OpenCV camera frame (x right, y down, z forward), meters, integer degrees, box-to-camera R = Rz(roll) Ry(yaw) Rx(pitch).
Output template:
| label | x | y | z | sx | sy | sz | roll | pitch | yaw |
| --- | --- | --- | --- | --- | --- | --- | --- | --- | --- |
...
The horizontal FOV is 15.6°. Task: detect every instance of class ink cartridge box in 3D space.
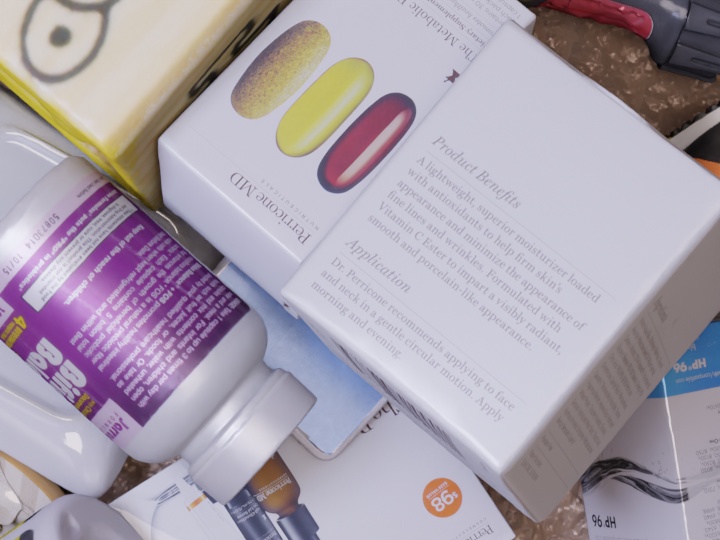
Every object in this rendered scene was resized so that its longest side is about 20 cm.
| label | x | y | z | sx | sy | sz | roll | pitch | yaw |
| --- | --- | --- | --- | --- | --- | --- | --- | --- | --- |
| ink cartridge box | 0.190 | 0.133 | 1.589 | 0.068 | 0.116 | 0.200 | -10 | 91 | -26 |

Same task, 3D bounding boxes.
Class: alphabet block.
| label | x | y | z | sx | sy | sz | roll | pitch | yaw |
| --- | --- | --- | --- | --- | --- | --- | --- | --- | --- |
| alphabet block | -0.133 | -0.180 | 1.502 | 0.195 | 0.196 | 0.200 | 41 | 86 | 10 |

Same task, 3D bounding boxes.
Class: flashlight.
| label | x | y | z | sx | sy | sz | roll | pitch | yaw |
| --- | --- | --- | --- | --- | --- | --- | --- | --- | --- |
| flashlight | 0.133 | -0.164 | 1.616 | 0.200 | 0.068 | 0.068 | 17 | 69 | -11 |

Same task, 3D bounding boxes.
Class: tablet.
| label | x | y | z | sx | sy | sz | roll | pitch | yaw |
| --- | --- | --- | --- | --- | --- | --- | --- | --- | --- |
| tablet | 0.000 | 0.000 | 1.567 | 0.130 | 0.014 | 0.200 | 43 | 85 | -4 |

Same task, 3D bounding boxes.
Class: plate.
| label | x | y | z | sx | sy | sz | roll | pitch | yaw |
| --- | --- | --- | --- | --- | --- | --- | --- | --- | --- |
| plate | -0.193 | 0.005 | 1.565 | 0.200 | 0.032 | 0.200 | 30 | 69 | -5 |

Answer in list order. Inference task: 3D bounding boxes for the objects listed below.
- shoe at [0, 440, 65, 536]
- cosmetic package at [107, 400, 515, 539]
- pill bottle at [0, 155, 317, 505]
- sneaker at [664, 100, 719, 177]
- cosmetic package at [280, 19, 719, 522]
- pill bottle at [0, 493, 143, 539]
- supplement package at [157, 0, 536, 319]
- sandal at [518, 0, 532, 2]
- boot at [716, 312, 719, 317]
| label | x | y | z | sx | sy | sz | roll | pitch | yaw |
| --- | --- | --- | --- | --- | --- | --- | --- | --- | --- |
| shoe | -0.254 | 0.118 | 1.564 | 0.200 | 0.070 | 0.053 | 37 | 54 | 0 |
| cosmetic package | -0.030 | 0.154 | 1.581 | 0.200 | 0.052 | 0.151 | -32 | 83 | -10 |
| pill bottle | -0.125 | 0.038 | 1.496 | 0.200 | 0.112 | 0.112 | 42 | 86 | 0 |
| sneaker | 0.206 | -0.041 | 1.615 | 0.200 | 0.070 | 0.090 | -31 | 85 | 1 |
| cosmetic package | 0.092 | 0.004 | 1.463 | 0.165 | 0.165 | 0.200 | 40 | 86 | 19 |
| pill bottle | -0.214 | 0.226 | 1.524 | 0.200 | 0.114 | 0.114 | -34 | 94 | 21 |
| supplement package | -0.009 | -0.090 | 1.500 | 0.114 | 0.110 | 0.200 | 40 | 75 | 10 |
| sandal | 0.124 | -0.245 | 1.519 | 0.080 | 0.057 | 0.201 | 37 | 73 | -7 |
| boot | 0.275 | 0.081 | 1.632 | 0.138 | 0.077 | 0.200 | 1 | 77 | -2 |
